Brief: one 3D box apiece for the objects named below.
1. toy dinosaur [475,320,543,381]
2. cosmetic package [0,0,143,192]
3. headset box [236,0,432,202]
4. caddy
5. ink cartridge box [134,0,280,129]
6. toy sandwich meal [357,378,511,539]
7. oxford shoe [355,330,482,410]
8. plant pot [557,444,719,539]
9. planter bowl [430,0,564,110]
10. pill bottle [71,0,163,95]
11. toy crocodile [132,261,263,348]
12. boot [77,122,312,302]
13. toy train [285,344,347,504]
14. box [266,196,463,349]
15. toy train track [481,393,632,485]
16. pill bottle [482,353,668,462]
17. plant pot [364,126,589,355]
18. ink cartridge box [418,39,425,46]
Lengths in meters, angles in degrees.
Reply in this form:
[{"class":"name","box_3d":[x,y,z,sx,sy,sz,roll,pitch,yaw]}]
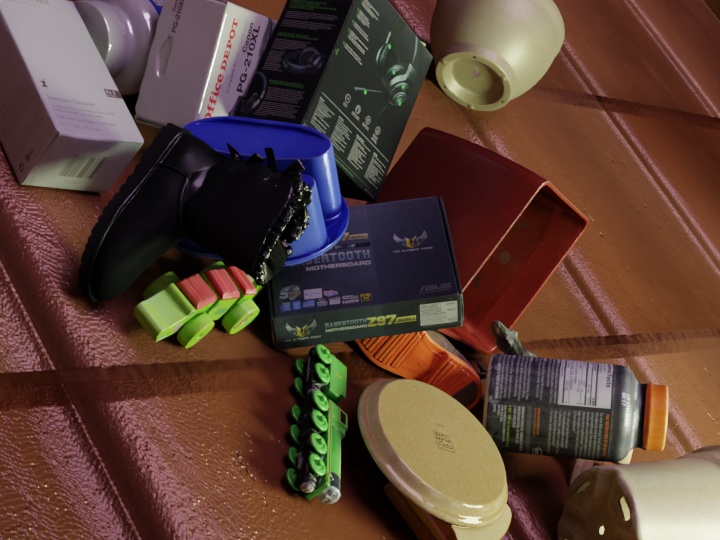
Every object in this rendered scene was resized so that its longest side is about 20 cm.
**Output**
[{"class":"toy dinosaur","box_3d":[0.188,0.116,1.829,0.199,0.087,0.048,32,59,-44]},{"class":"cosmetic package","box_3d":[-0.310,-0.179,1.565,0.112,0.081,0.201,2,51,-49]},{"class":"headset box","box_3d":[-0.021,-0.206,1.707,0.092,0.202,0.174,12,-17,34]},{"class":"caddy","box_3d":[-0.110,-0.071,1.578,0.197,0.106,0.142,8,42,12]},{"class":"ink cartridge box","box_3d":[-0.137,-0.207,1.703,0.084,0.147,0.199,18,5,31]},{"class":"toy sandwich meal","box_3d":[0.068,0.199,1.593,0.204,0.070,0.206,29,31,-19]},{"class":"oxford shoe","box_3d":[0.048,0.076,1.734,0.200,0.071,0.073,44,10,-15]},{"class":"plant pot","box_3d":[0.321,0.282,1.705,0.182,0.201,0.202,9,43,-31]},{"class":"planter bowl","box_3d":[0.184,-0.321,2.308,0.199,0.200,0.136,36,57,-16]},{"class":"pill bottle","box_3d":[-0.235,-0.246,1.716,0.113,0.112,0.199,53,30,16]},{"class":"toy crocodile","box_3d":[-0.148,0.025,1.532,0.068,0.062,0.199,51,30,13]},{"class":"boot","box_3d":[-0.147,-0.033,1.450,0.161,0.200,0.074,25,-18,17]},{"class":"toy train","box_3d":[-0.039,0.150,1.540,0.056,0.042,0.201,43,27,-26]},{"class":"box","box_3d":[0.000,0.000,1.651,0.197,0.051,0.159,-6,42,-2]},{"class":"toy train track","box_3d":[0.225,0.182,1.833,0.198,0.032,0.116,24,75,-18]},{"class":"pill bottle","box_3d":[0.235,0.152,1.725,0.197,0.107,0.107,5,30,8]},{"class":"plant pot","box_3d":[0.116,-0.048,1.816,0.176,0.201,0.200,40,5,25]},{"class":"ink cartridge box","box_3d":[-0.032,-0.210,1.841,0.145,0.200,0.048,26,30,-30]}]
